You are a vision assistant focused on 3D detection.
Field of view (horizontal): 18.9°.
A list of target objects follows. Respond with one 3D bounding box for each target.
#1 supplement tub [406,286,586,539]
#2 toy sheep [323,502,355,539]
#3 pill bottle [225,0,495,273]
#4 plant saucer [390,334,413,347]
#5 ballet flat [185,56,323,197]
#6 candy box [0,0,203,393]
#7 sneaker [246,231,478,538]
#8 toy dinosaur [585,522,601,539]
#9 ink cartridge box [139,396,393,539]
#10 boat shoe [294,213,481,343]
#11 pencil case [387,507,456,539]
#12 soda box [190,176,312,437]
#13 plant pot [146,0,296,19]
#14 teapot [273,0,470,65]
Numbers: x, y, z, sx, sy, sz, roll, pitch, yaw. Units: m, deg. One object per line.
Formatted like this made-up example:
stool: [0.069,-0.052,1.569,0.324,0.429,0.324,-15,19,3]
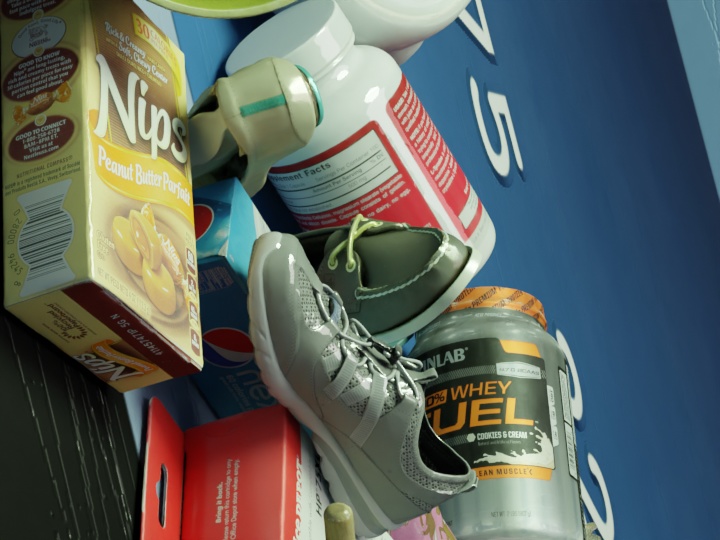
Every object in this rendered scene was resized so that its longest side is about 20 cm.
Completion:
supplement tub: [0.093,0.121,1.546,0.123,0.122,0.200,46,34,-56]
toy sheep: [-0.028,0.193,1.063,0.138,0.200,0.138,53,-26,41]
pill bottle: [-0.003,-0.074,1.429,0.200,0.112,0.112,58,24,-24]
plant saucer: [0.000,0.040,1.513,0.200,0.019,0.070,-35,109,-72]
ballet flat: [-0.081,-0.074,1.241,0.200,0.069,0.070,143,-64,-69]
candy box: [-0.135,-0.051,1.126,0.115,0.055,0.200,46,33,-55]
sneaker: [0.000,0.054,1.188,0.075,0.082,0.200,-84,151,-53]
toy dinosaur: [0.138,0.262,1.630,0.086,0.136,0.200,-25,69,-34]
ink cartridge box: [-0.046,0.158,1.199,0.200,0.067,0.116,55,26,-45]
boat shoe: [-0.002,0.002,1.300,0.060,0.202,0.072,47,64,-17]
pencil case: [0.031,0.184,1.387,0.200,0.086,0.083,63,-9,-32]
soda box: [-0.060,0.043,1.261,0.068,0.064,0.200,-86,154,-45]
plant pot: [-0.104,-0.239,1.156,0.200,0.187,0.187,28,-36,63]
teapot: [-0.019,-0.240,1.498,0.197,0.146,0.201,23,71,-36]
